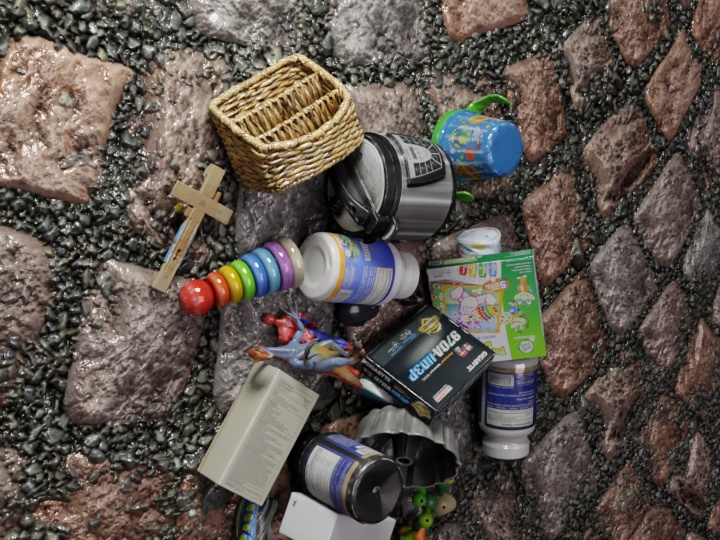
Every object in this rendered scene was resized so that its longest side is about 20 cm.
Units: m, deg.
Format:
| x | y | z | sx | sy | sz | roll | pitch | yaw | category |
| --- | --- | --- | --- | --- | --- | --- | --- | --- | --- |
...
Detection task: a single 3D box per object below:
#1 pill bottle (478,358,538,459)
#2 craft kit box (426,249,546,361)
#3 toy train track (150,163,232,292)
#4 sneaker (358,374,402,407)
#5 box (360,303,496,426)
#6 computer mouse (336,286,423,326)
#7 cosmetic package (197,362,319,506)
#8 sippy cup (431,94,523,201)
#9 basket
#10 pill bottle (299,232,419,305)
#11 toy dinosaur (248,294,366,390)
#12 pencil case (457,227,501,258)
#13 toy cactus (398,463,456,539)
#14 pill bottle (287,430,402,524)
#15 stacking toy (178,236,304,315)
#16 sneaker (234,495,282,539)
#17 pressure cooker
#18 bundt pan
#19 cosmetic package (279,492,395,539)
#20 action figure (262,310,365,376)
| x | y | z | sx | sy | sz | roll | pitch | yaw | category |
| --- | --- | --- | --- | --- | --- | --- | --- | --- | --- |
| 0.288 | 0.260 | 1.872 | 0.115 | 0.115 | 0.203 | -8 | 104 | -38 | pill bottle |
| 0.233 | 0.071 | 1.754 | 0.049 | 0.197 | 0.200 | -67 | 147 | -65 | craft kit box |
| -0.262 | -0.065 | 1.418 | 0.114 | 0.032 | 0.202 | 29 | 85 | -46 | toy train track |
| 0.080 | 0.187 | 1.716 | 0.199 | 0.079 | 0.132 | 28 | 77 | -42 | sneaker |
| 0.120 | 0.160 | 1.668 | 0.199 | 0.158 | 0.046 | -35 | 153 | -42 | box |
| 0.041 | 0.059 | 1.685 | 0.198 | 0.034 | 0.059 | -14 | 106 | -37 | computer mouse |
| -0.163 | 0.260 | 1.529 | 0.103 | 0.073 | 0.202 | 38 | 74 | -37 | cosmetic package |
| 0.217 | -0.221 | 1.714 | 0.139 | 0.130 | 0.180 | -16 | 108 | -36 | sippy cup |
| -0.104 | -0.226 | 1.442 | 0.199 | 0.142 | 0.150 | -35 | 119 | -30 | basket |
| 0.000 | 0.000 | 1.589 | 0.198 | 0.111 | 0.114 | 4 | 95 | -40 | pill bottle |
| -0.084 | 0.146 | 1.514 | 0.179 | 0.105 | 0.202 | -11 | 117 | -9 | toy dinosaur |
| 0.236 | 0.020 | 1.800 | 0.082 | 0.091 | 0.203 | -18 | 109 | -22 | pencil case |
| 0.127 | 0.439 | 1.804 | 0.165 | 0.101 | 0.203 | 26 | 78 | -58 | toy cactus |
| -0.032 | 0.332 | 1.567 | 0.111 | 0.199 | 0.113 | -8 | 104 | -37 | pill bottle |
| -0.188 | 0.014 | 1.467 | 0.198 | 0.085 | 0.086 | -20 | 110 | -29 | stacking toy |
| -0.169 | 0.467 | 1.563 | 0.082 | 0.070 | 0.202 | 10 | 89 | -34 | sneaker |
| 0.038 | -0.134 | 1.555 | 0.198 | 0.175 | 0.181 | 1 | 100 | -38 | pressure cooker |
| 0.080 | 0.302 | 1.673 | 0.202 | 0.200 | 0.076 | 45 | 40 | -35 | bundt pan |
| -0.036 | 0.433 | 1.617 | 0.199 | 0.101 | 0.072 | 28 | 80 | -54 | cosmetic package |
| -0.082 | 0.117 | 1.585 | 0.199 | 0.051 | 0.066 | 32 | 73 | -33 | action figure |
